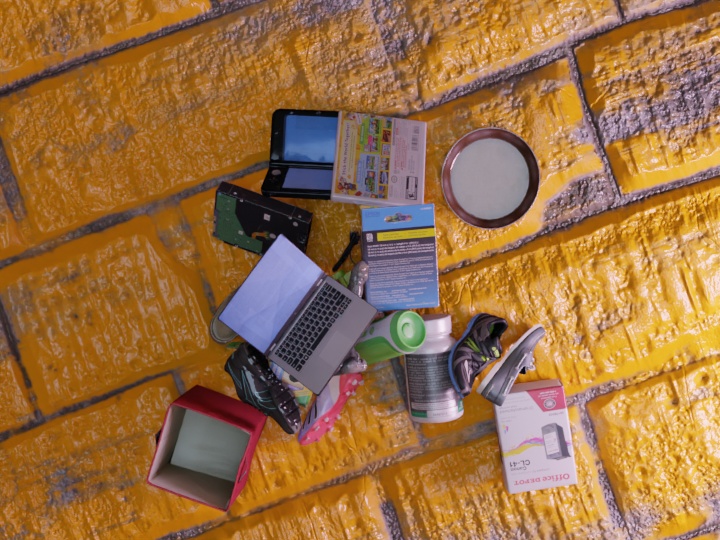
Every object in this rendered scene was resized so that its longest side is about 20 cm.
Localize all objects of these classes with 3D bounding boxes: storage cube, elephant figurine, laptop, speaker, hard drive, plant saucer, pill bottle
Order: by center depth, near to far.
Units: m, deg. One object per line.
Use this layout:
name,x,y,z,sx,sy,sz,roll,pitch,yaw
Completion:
laptop,-0.108,0.078,1.513,0.199,0.116,0.188,33,82,23
elephant figurine,-0.060,0.098,1.618,0.153,0.141,0.203,-6,83,-19
speaker,0.042,0.135,1.681,0.087,0.199,0.090,11,70,-31
pill bottle,0.143,0.194,1.718,0.111,0.113,0.204,-6,94,5
plant saucer,0.261,-0.184,1.721,0.197,0.034,0.204,0,94,6
hard drive,-0.199,-0.091,1.726,0.197,0.038,0.141,18,136,3
storage cube,-0.305,0.353,1.734,0.197,0.180,0.173,19,95,4

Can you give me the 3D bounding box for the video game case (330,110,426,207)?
video game case,0.038,-0.216,1.683,0.179,0.023,0.203,7,64,-5

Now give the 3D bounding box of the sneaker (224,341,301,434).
sneaker,-0.187,0.236,1.656,0.079,0.075,0.201,-36,85,20

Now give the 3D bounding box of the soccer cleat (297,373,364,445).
soccer cleat,-0.071,0.273,1.775,0.076,0.066,0.201,44,104,32

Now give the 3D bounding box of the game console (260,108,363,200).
game console,-0.092,-0.232,1.710,0.196,0.177,0.118,3,123,5

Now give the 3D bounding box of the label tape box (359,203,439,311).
label tape box,0.073,-0.029,1.638,0.142,0.063,0.203,-4,104,-3

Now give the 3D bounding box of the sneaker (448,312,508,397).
sneaker,0.232,0.160,1.676,0.082,0.201,0.071,-1,133,39

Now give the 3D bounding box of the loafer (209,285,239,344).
loafer,-0.245,0.070,1.764,0.076,0.067,0.201,39,96,1

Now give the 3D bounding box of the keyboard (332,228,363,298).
keyboard,0.000,0.000,1.727,0.127,0.021,0.201,40,117,18

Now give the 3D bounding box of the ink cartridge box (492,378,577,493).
ink cartridge box,0.349,0.331,1.725,0.145,0.086,0.203,-10,92,5

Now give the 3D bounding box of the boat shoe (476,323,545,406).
boat shoe,0.311,0.188,1.695,0.062,0.073,0.200,40,65,17

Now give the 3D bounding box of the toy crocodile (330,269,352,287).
toy crocodile,-0.065,0.053,1.730,0.199,0.062,0.068,-31,85,31

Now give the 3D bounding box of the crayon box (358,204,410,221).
crayon box,0.072,-0.083,1.735,0.124,0.052,0.203,-15,92,6

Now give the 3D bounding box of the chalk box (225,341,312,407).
chalk box,-0.173,0.174,1.738,0.197,0.124,0.125,22,96,2
